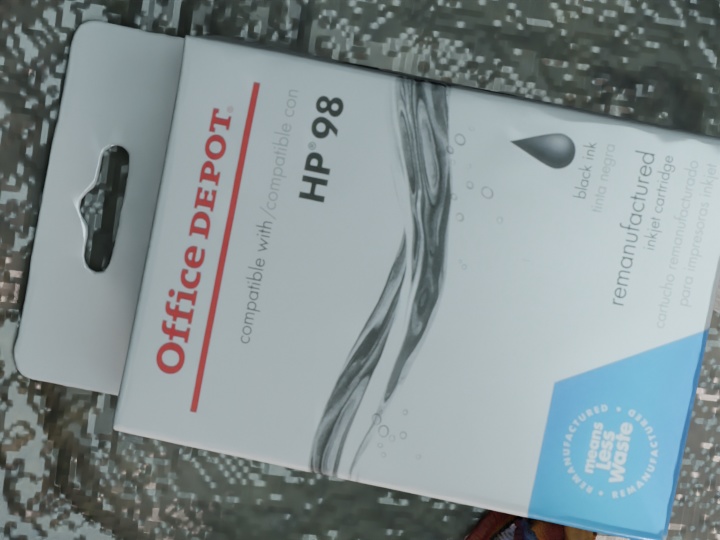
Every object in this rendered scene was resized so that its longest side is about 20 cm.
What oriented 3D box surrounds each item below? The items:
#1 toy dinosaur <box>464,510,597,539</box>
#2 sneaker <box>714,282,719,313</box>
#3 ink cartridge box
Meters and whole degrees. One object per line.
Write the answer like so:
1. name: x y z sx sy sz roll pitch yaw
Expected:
1. toy dinosaur: 0.003 0.142 0.841 0.199 0.105 0.182 13 74 -4
2. sneaker: 0.189 -0.021 0.873 0.200 0.074 0.118 18 87 -15
3. ink cartridge box: 0.000 0.000 0.797 0.199 0.067 0.116 11 95 3
